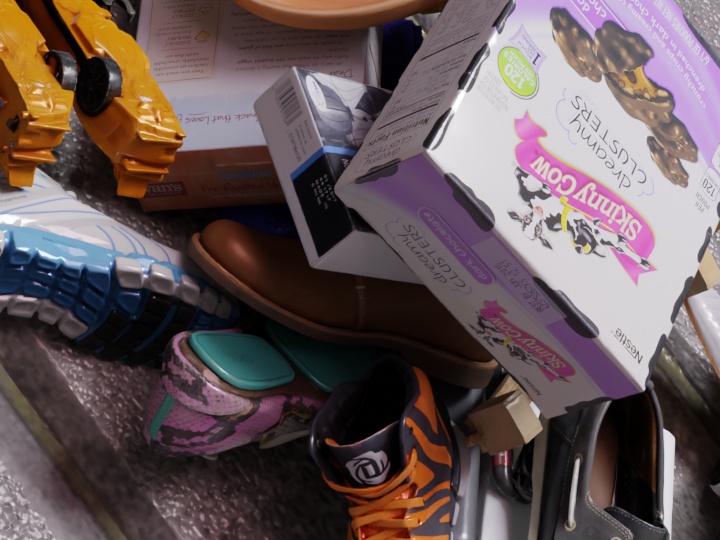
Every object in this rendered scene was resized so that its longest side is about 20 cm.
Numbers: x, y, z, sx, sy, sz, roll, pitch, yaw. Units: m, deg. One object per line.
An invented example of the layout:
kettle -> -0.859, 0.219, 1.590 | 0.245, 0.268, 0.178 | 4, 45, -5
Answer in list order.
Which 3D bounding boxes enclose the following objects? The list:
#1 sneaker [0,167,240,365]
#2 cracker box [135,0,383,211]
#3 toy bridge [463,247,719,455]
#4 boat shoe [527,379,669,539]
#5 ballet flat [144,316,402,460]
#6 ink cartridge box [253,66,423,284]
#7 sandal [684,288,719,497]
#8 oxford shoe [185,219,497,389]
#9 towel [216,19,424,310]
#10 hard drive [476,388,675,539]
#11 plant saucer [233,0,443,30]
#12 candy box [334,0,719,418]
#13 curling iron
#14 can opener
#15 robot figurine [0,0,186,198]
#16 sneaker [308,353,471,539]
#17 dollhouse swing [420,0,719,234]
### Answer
sneaker -> -0.150, -0.015, 1.107 | 0.199, 0.075, 0.087 | 19, 43, -28
cracker box -> -0.056, -0.131, 1.219 | 0.133, 0.058, 0.201 | -3, 55, 9
toy bridge -> 0.119, 0.045, 1.189 | 0.200, 0.067, 0.027 | -35, 95, -39
boat shoe -> 0.131, 0.153, 1.155 | 0.071, 0.067, 0.202 | 17, 65, -35
ballet flat -> -0.050, 0.063, 1.116 | 0.069, 0.071, 0.200 | 46, 22, 19
ink cartridge box -> 0.039, -0.040, 1.116 | 0.199, 0.039, 0.100 | 9, 51, -47
sandal -> 0.237, 0.105, 1.336 | 0.208, 0.059, 0.079 | 61, 21, -4
oxford shoe -> 0.000, 0.000, 1.136 | 0.199, 0.072, 0.071 | 16, 23, -33
towel -> -0.014, -0.067, 1.241 | 0.146, 0.050, 0.201 | 2, 53, -17
hard drive -> 0.120, 0.152, 1.232 | 0.131, 0.027, 0.201 | 28, 45, -20
plant saucer -> 0.003, -0.206, 1.195 | 0.038, 0.198, 0.202 | 69, 17, -52
candy box -> 0.100, -0.059, 1.074 | 0.168, 0.071, 0.201 | 46, 52, -21
curling iron -> 0.086, 0.046, 1.246 | 0.049, 0.026, 0.202 | 12, 53, -31
can opener -> 0.035, 0.081, 1.211 | 0.066, 0.054, 0.201 | 4, 51, 2
robot figurine -> -0.179, -0.122, 1.138 | 0.144, 0.058, 0.200 | 6, 36, -41
sneaker -> 0.007, 0.133, 1.077 | 0.112, 0.077, 0.201 | 61, 24, -51
dollhouse swing -> 0.097, -0.075, 1.277 | 0.181, 0.176, 0.201 | -15, 70, -42
